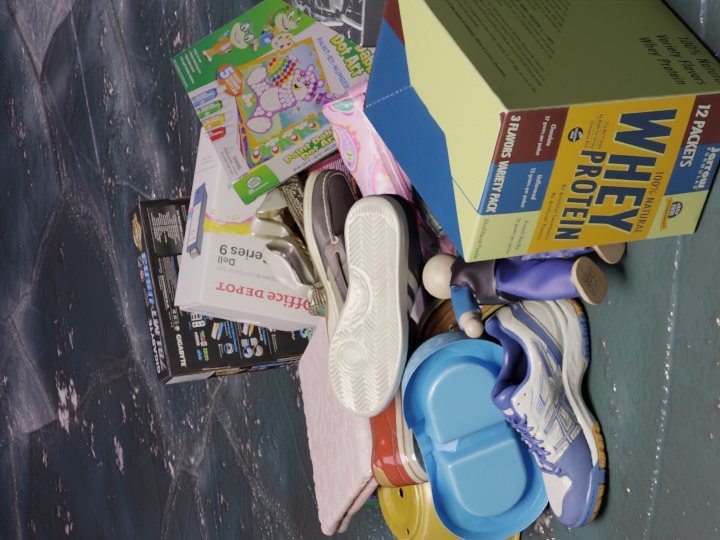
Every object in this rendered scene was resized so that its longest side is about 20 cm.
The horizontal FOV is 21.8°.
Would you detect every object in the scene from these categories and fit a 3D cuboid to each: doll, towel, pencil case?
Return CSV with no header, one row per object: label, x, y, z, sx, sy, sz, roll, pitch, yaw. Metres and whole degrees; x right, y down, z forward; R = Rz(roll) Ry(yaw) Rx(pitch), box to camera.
doll,0.122,0.000,1.560,0.199,0.048,0.137,-4,53,49
towel,-0.017,0.143,1.867,0.191,0.032,0.201,118,147,-59
pencil case,0.041,-0.080,1.722,0.201,0.087,0.087,65,154,1

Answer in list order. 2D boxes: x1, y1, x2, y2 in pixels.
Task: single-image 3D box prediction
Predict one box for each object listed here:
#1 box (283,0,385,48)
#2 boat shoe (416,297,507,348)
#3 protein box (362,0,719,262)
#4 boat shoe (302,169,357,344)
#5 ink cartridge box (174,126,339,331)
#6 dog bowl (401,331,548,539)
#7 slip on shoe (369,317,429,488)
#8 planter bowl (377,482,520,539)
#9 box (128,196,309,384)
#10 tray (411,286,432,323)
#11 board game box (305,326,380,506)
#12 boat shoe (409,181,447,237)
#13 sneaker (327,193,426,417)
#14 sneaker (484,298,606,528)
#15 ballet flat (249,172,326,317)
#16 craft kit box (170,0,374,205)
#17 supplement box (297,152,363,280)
box,0.016,-0.327,1.720,0.197,0.123,0.201,37,129,55
boat shoe,0.105,0.048,1.682,0.200,0.072,0.068,114,142,-49
protein box,0.139,-0.127,1.405,0.199,0.199,0.135,-122,34,-43
boat shoe,-0.001,0.001,1.723,0.066,0.072,0.202,-14,84,38
ink cartridge box,-0.104,-0.046,1.971,0.087,0.145,0.201,172,108,-66
dog bowl,0.098,0.143,1.651,0.050,0.111,0.201,-123,13,-67
slip on shoe,0.034,0.116,1.753,0.061,0.074,0.201,-24,47,26
planter bowl,0.070,0.207,1.791,0.200,0.083,0.202,-152,59,-61
box,-0.142,0.014,2.068,0.050,0.198,0.201,-31,69,62
tray,0.032,0.049,1.896,0.200,0.022,0.108,-18,87,65
board game box,0.000,0.146,1.955,0.134,0.029,0.201,-13,91,68
boat shoe,0.080,-0.119,1.670,0.071,0.090,0.201,116,140,-50
sneaker,0.023,0.029,1.660,0.075,0.084,0.201,13,104,21
sneaker,0.150,0.122,1.587,0.075,0.088,0.201,-13,86,64
ballet flat,-0.065,-0.030,1.823,0.068,0.075,0.200,104,148,-41
craft kit box,-0.072,-0.191,1.880,0.200,0.197,0.049,61,-178,38
supplement box,0.003,-0.058,1.862,0.200,0.085,0.111,163,99,-66
